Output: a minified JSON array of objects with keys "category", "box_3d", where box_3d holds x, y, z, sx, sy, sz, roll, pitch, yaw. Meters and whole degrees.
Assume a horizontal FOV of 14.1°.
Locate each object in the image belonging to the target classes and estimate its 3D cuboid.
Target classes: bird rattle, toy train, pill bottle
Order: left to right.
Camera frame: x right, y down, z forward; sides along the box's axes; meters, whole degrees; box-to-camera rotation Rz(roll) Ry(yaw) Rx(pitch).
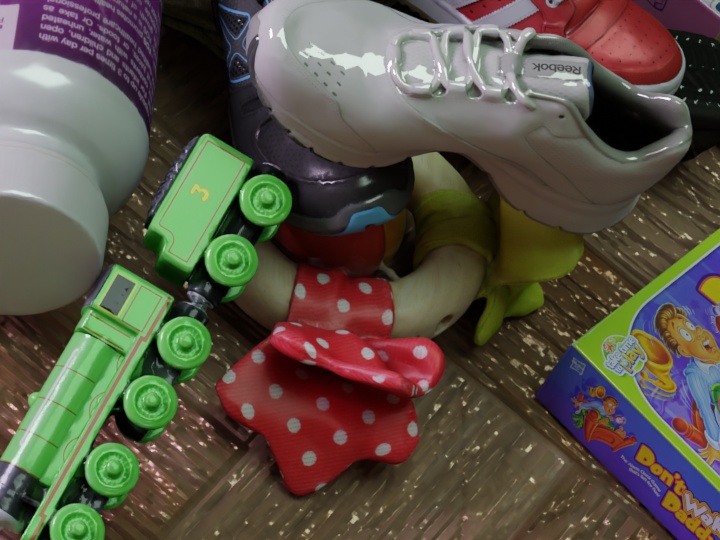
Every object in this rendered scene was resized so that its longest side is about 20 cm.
[{"category":"pill bottle","box_3d":[-0.143,-0.084,1.252,0.112,0.112,0.201,14,50,-15]},{"category":"toy train","box_3d":[-0.093,0.033,1.192,0.056,0.042,0.200,31,71,-3]},{"category":"bird rattle","box_3d":[0.000,0.000,1.292,0.200,0.113,0.163,-37,64,-26]}]

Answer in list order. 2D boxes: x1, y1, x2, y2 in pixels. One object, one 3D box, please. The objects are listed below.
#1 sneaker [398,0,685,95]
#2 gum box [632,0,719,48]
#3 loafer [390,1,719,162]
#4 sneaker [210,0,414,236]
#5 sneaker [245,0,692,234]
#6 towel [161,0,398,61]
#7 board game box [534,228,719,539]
[{"category":"sneaker","box_3d":[0.069,-0.159,1.309,0.200,0.113,0.071,31,45,9]},{"category":"gum box","box_3d":[0.218,-0.156,1.507,0.113,0.066,0.200,40,49,9]},{"category":"loafer","box_3d":[0.093,-0.079,1.384,0.199,0.071,0.073,10,45,-24]},{"category":"sneaker","box_3d":[-0.031,-0.099,1.271,0.073,0.082,0.200,-16,49,-8]},{"category":"sneaker","box_3d":[0.048,-0.078,1.203,0.199,0.087,0.075,14,67,-24]},{"category":"towel","box_3d":[-0.023,-0.165,1.422,0.148,0.037,0.200,28,49,-2]},{"category":"board game box","box_3d":[0.194,0.047,1.355,0.134,0.045,0.200,45,50,12]}]
